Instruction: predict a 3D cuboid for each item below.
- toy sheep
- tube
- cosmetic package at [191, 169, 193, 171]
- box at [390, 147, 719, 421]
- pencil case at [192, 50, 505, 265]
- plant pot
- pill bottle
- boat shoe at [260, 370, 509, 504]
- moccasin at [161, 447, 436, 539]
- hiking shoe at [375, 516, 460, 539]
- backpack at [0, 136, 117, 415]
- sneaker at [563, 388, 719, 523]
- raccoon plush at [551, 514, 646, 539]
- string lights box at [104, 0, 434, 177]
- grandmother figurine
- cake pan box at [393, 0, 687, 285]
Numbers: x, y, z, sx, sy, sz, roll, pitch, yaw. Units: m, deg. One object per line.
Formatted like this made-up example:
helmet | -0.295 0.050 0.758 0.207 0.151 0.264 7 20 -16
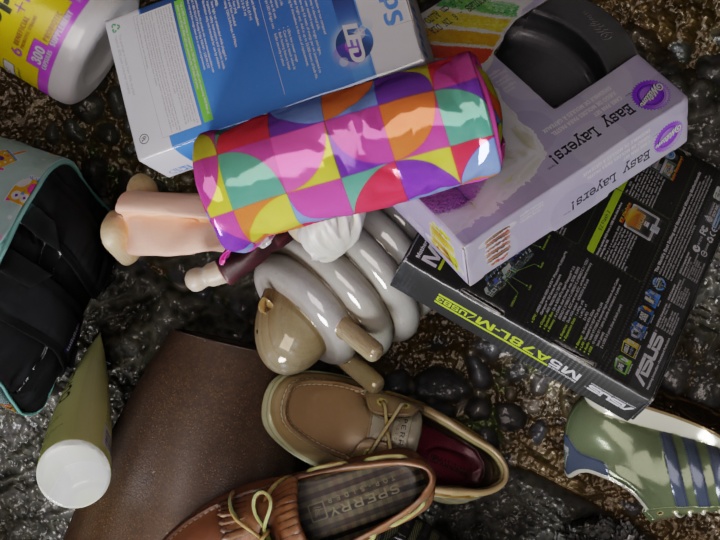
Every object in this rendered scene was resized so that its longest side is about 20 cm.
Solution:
toy sheep | 0.000 0.000 1.091 0.200 0.138 0.138 -43 93 -23
tube | -0.207 0.112 1.106 0.058 0.200 0.052 -30 107 2
cosmetic package | -0.062 -0.168 1.085 0.200 0.103 0.087 -38 92 14
box | 0.148 -0.026 1.053 0.192 0.048 0.200 28 61 2
pencil case | -0.008 -0.072 0.941 0.199 0.088 0.089 -17 97 9
plant pot | -0.117 0.151 1.122 0.186 0.187 0.201 13 89 5
pill bottle | -0.270 -0.214 1.103 0.199 0.104 0.105 31 102 1
boat shoe | 0.023 0.120 1.100 0.199 0.066 0.074 20 72 -28
moccasin | -0.043 0.173 1.012 0.200 0.078 0.074 -13 81 -7
hiking shoe | 0.038 0.212 1.100 0.199 0.101 0.076 26 86 -35
backpack | -0.267 -0.008 1.071 0.153 0.200 0.176 25 76 4
sneaker | 0.244 0.151 1.124 0.199 0.067 0.090 23 110 3
raccoon plush | 0.206 0.250 1.105 0.199 0.134 0.097 12 100 5
string lights box | -0.058 -0.144 0.993 0.199 0.059 0.103 -17 78 11
grandmother figurine | -0.085 -0.033 1.038 0.199 0.122 0.061 -1 143 31
cake pan box | 0.094 -0.109 1.022 0.199 0.052 0.184 -32 59 -14
